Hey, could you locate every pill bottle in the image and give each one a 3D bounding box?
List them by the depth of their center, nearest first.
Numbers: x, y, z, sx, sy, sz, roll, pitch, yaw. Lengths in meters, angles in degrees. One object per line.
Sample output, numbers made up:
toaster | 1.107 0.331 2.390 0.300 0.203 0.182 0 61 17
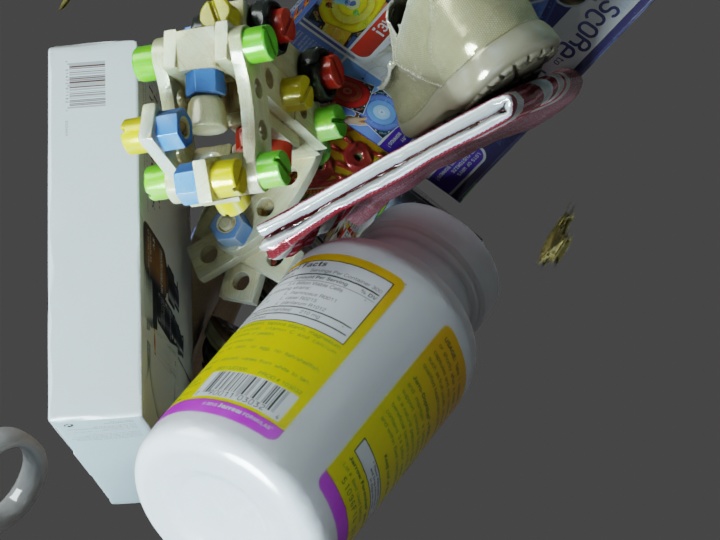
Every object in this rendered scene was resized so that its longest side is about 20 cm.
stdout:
pill bottle | -0.013 0.055 1.413 0.104 0.104 0.200 -36 10 51

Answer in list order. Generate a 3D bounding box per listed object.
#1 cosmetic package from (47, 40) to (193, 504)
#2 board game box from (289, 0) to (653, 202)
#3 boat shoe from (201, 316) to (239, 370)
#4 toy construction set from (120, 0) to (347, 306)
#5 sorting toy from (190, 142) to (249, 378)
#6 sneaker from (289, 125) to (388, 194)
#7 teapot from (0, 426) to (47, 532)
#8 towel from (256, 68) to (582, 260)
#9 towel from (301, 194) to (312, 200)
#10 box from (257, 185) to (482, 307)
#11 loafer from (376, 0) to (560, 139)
cosmetic package | -0.121 0.004 1.538 0.151 0.052 0.200 75 -168 -70
board game box | 0.060 -0.140 1.547 0.200 0.135 0.034 -45 18 33
boat shoe | -0.061 0.074 1.603 0.065 0.073 0.200 -57 12 2
toy construction set | -0.057 -0.061 1.508 0.200 0.092 0.131 68 -160 -68
sorting toy | -0.097 0.021 1.722 0.200 0.036 0.185 87 -155 -82
sneaker | 0.009 -0.093 1.668 0.200 0.073 0.077 -34 0 -35
teapot | -0.263 0.214 1.800 0.200 0.198 0.146 -19 -2 32
towel | 0.033 -0.054 1.465 0.144 0.023 0.200 -29 0 14
towel | 0.000 -0.105 1.801 0.086 0.018 0.200 -48 9 34
box | 0.000 0.000 1.635 0.110 0.035 0.200 -56 16 4
loafer | 0.048 -0.114 1.459 0.076 0.068 0.200 -28 1 -11
